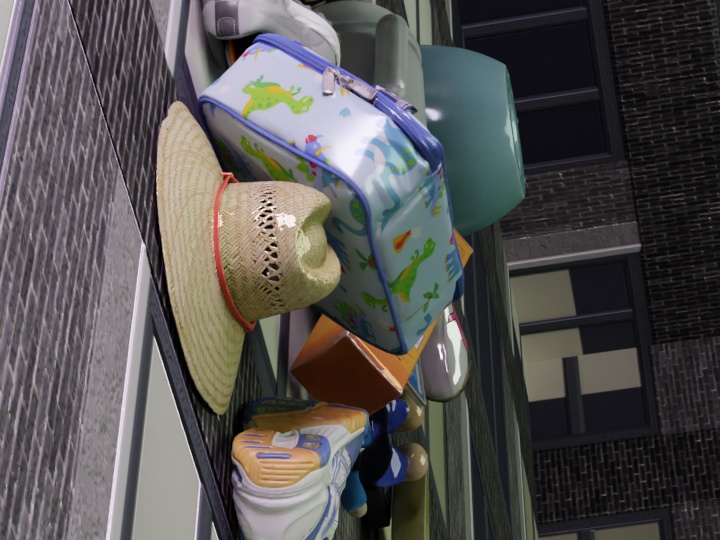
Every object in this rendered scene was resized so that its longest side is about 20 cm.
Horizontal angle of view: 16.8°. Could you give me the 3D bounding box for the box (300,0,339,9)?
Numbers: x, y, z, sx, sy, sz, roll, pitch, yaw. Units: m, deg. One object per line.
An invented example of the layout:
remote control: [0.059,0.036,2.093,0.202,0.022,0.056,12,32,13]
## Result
box: [-0.035,-0.270,2.071,0.200,0.043,0.161,-90,169,-50]

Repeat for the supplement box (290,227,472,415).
supplement box: [0.019,0.028,1.800,0.069,0.066,0.200,46,36,-14]

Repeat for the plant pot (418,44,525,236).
plant pot: [0.065,-0.115,2.238,0.201,0.160,0.202,-7,90,-83]

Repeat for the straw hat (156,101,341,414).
straw hat: [-0.056,-0.012,1.433,0.201,0.085,0.202,-9,90,-83]

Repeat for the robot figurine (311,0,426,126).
robot figurine: [-0.006,-0.122,1.849,0.170,0.112,0.201,-46,-141,46]

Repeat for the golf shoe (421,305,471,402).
golf shoe: [0.051,0.031,2.347,0.092,0.072,0.201,49,23,-66]

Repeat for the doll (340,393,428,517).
doll: [0.000,0.119,1.853,0.200,0.048,0.137,16,68,-72]

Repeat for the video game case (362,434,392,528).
video game case: [-0.001,0.081,2.029,0.200,0.025,0.181,-88,168,-48]

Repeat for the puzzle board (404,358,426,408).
puzzle board: [0.000,0.000,1.938,0.151,0.017,0.200,53,18,-34]

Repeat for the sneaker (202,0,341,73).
sneaker: [-0.066,-0.149,1.626,0.200,0.074,0.080,52,39,-64]

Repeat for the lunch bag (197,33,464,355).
lunch bag: [-0.018,-0.050,1.541,0.082,0.160,0.200,-46,148,-21]

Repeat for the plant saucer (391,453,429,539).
plant saucer: [0.042,0.255,2.054,0.200,0.031,0.201,0,90,-87]

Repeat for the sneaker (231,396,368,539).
sneaker: [-0.043,0.133,1.501,0.200,0.075,0.089,-37,130,-74]
